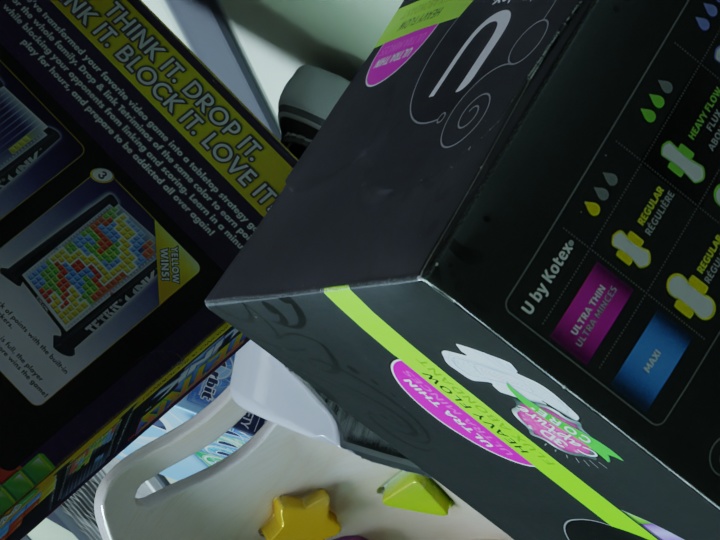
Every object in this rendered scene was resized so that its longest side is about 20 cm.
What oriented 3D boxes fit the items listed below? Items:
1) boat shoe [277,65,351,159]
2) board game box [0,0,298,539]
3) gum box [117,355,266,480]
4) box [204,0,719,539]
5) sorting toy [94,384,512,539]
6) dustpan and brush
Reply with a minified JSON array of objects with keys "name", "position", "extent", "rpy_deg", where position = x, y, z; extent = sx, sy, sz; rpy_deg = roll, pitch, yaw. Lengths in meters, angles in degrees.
[{"name":"boat shoe","position":[0.000,0.000,0.935],"extent":[0.070,0.066,0.200],"rpy_deg":[28,163,19]},{"name":"board game box","position":[-0.131,-0.028,0.845],"extent":[0.200,0.165,0.057],"rpy_deg":[46,155,9]},{"name":"gum box","position":[-0.128,0.055,1.323],"extent":[0.199,0.045,0.170],"rpy_deg":[20,163,1]},{"name":"box","position":[0.088,0.014,0.703],"extent":[0.200,0.125,0.148],"rpy_deg":[37,163,-17]},{"name":"sorting toy","position":[-0.026,0.124,1.215],"extent":[0.180,0.200,0.107],"rpy_deg":[50,-171,-32]},{"name":"dustpan and brush","position":[-0.023,0.035,1.106],"extent":[0.200,0.057,0.139],"rpy_deg":[18,180,42]}]
